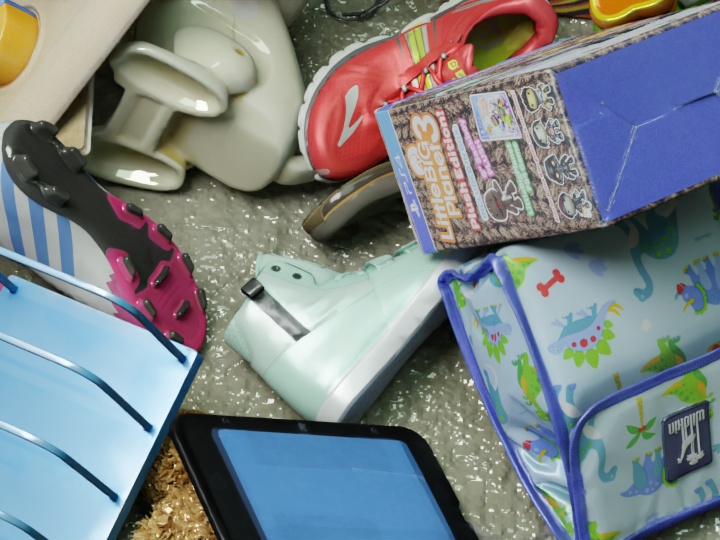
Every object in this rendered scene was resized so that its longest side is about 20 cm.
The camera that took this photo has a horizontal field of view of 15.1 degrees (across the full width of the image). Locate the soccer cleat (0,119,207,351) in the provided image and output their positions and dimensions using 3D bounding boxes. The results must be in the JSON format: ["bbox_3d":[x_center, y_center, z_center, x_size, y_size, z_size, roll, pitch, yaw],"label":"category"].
[{"bbox_3d":[-0.178,-0.016,1.711,0.086,0.200,0.070,-19,32,39],"label":"soccer cleat"}]

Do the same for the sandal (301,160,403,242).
[{"bbox_3d":[0.057,-0.060,1.784,0.199,0.082,0.055,-28,82,-18],"label":"sandal"}]

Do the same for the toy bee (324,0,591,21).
[{"bbox_3d":[0.087,-0.213,1.872,0.199,0.109,0.131,-19,60,-16],"label":"toy bee"}]

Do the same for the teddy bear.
[{"bbox_3d":[-0.078,0.164,1.621,0.144,0.067,0.201,1,56,-6],"label":"teddy bear"}]

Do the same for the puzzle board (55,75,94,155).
[{"bbox_3d":[-0.260,-0.107,1.779,0.199,0.017,0.151,-16,50,20],"label":"puzzle board"}]

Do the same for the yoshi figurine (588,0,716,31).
[{"bbox_3d":[0.186,-0.174,1.819,0.112,0.200,0.113,38,93,26],"label":"yoshi figurine"}]

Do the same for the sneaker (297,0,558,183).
[{"bbox_3d":[0.045,-0.128,1.767,0.200,0.085,0.077,-37,110,-19],"label":"sneaker"}]

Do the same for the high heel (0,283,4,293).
[{"bbox_3d":[-0.204,0.028,1.711,0.096,0.067,0.200,-28,74,-17],"label":"high heel"}]

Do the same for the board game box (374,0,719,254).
[{"bbox_3d":[0.134,-0.087,1.644,0.159,0.200,0.097,-22,97,-29],"label":"board game box"}]

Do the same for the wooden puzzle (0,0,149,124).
[{"bbox_3d":[-0.211,-0.198,1.733,0.046,0.185,0.200,22,27,-41],"label":"wooden puzzle"}]

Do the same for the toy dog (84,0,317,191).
[{"bbox_3d":[-0.088,-0.164,1.810,0.193,0.140,0.201,14,54,-5],"label":"toy dog"}]

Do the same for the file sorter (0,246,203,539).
[{"bbox_3d":[-0.209,0.097,1.578,0.138,0.123,0.201,21,77,21],"label":"file sorter"}]

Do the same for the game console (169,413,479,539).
[{"bbox_3d":[0.017,0.132,1.575,0.199,0.176,0.117,5,76,-39],"label":"game console"}]

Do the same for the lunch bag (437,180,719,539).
[{"bbox_3d":[0.168,0.060,1.671,0.169,0.127,0.201,-20,91,-20],"label":"lunch bag"}]

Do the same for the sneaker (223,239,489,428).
[{"bbox_3d":[0.000,0.000,1.733,0.118,0.074,0.200,36,63,13],"label":"sneaker"}]
